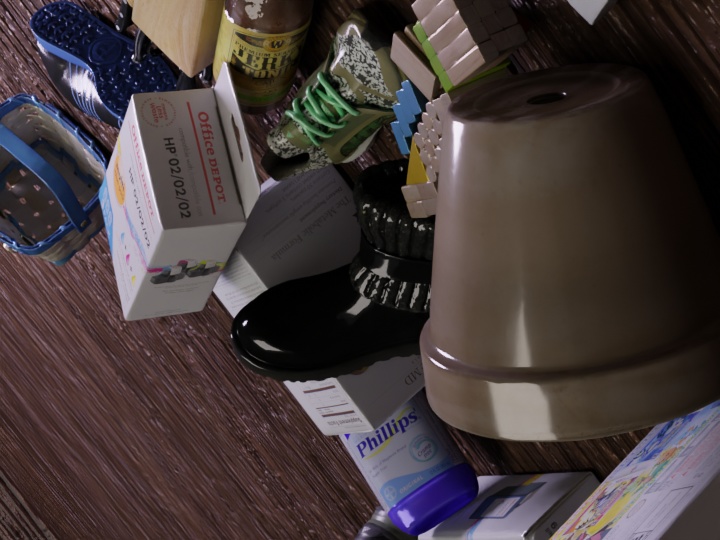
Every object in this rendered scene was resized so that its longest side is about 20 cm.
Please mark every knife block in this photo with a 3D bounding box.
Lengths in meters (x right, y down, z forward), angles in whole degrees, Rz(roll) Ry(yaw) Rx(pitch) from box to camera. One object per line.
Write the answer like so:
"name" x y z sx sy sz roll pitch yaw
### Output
"knife block" -0.116 -0.190 1.268 0.200 0.064 0.176 19 143 49

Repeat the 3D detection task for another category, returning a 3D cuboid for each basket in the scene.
"basket" -0.333 -0.098 1.693 0.176 0.139 0.200 41 165 22

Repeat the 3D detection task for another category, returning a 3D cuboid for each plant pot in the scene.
"plant pot" 0.122 -0.021 0.978 0.200 0.200 0.174 15 122 53

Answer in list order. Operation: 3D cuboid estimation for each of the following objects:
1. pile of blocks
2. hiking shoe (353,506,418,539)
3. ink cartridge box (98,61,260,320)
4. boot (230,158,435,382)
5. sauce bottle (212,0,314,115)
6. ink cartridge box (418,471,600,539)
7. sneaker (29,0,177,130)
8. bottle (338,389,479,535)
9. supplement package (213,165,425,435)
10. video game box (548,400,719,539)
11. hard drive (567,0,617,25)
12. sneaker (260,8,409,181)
"pile of blocks" 0.065 -0.115 1.073 0.082 0.062 0.200 52 152 26
"hiking shoe" 0.043 0.340 1.732 0.076 0.101 0.200 4 130 60
"ink cartridge box" -0.139 -0.057 1.262 0.200 0.068 0.115 124 135 -58
"boot" 0.000 -0.002 1.215 0.158 0.211 0.080 79 180 -54
"sauce bottle" -0.067 -0.181 1.192 0.065 0.065 0.200 45 158 11
"ink cartridge box" 0.157 0.250 1.413 0.145 0.087 0.200 53 158 -7
"sneaker" -0.215 -0.161 1.490 0.200 0.070 0.078 43 160 32
"bottle" 0.021 0.127 1.462 0.200 0.083 0.065 58 -174 20
"supplement package" -0.029 0.022 1.368 0.200 0.114 0.110 53 158 -8
"video game box" 0.199 0.128 1.014 0.047 0.200 0.182 50 157 -3
"hard drive" 0.081 -0.236 0.895 0.200 0.027 0.132 46 157 7
"sneaker" -0.022 -0.109 1.188 0.077 0.089 0.200 47 156 6
